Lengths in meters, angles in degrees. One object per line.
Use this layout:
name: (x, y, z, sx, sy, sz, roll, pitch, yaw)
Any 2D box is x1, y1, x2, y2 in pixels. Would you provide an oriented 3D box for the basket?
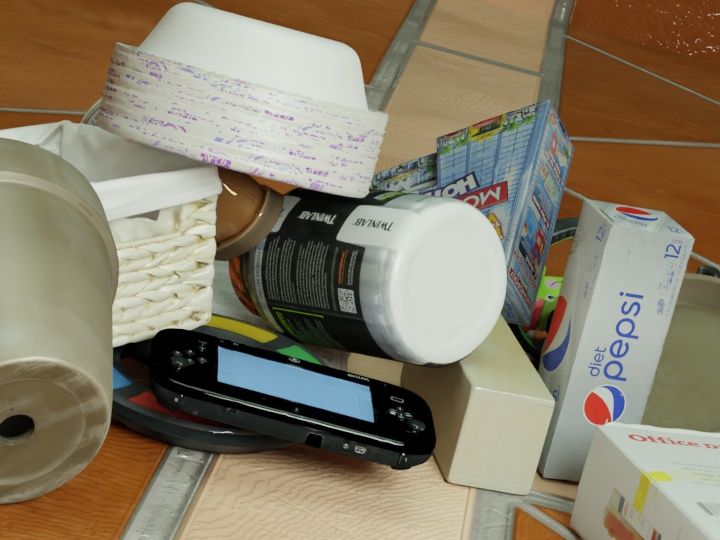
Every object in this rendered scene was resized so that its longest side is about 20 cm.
basket: (-0.206, -0.026, 1.636, 0.135, 0.124, 0.200, -12, 19, -38)

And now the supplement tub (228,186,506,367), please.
supplement tub: (0.000, 0.000, 1.677, 0.122, 0.123, 0.200, -1, 6, -42)

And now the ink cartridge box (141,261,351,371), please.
ink cartridge box: (-0.087, 0.046, 1.777, 0.161, 0.050, 0.200, 12, 36, -6)

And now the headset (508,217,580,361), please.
headset: (0.207, 0.039, 1.907, 0.200, 0.124, 0.094, 29, 9, -30)

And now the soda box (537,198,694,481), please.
soda box: (0.178, 0.053, 1.670, 0.068, 0.200, 0.063, 8, 18, -17)

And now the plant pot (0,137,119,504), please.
plant pot: (-0.231, 0.045, 1.421, 0.200, 0.200, 0.174, 5, 35, -29)

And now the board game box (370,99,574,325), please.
board game box: (0.077, -0.027, 1.862, 0.200, 0.062, 0.200, -19, 38, 17)

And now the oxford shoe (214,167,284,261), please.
oxford shoe: (-0.146, -0.028, 1.716, 0.071, 0.200, 0.071, 35, 43, -26)

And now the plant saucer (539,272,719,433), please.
plant saucer: (0.242, 0.076, 1.808, 0.200, 0.030, 0.200, -6, 40, 5)

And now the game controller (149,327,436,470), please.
game controller: (-0.046, 0.084, 1.547, 0.200, 0.042, 0.104, 16, 27, -8)

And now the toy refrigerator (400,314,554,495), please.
toy refrigerator: (0.087, 0.089, 1.698, 0.070, 0.076, 0.200, 11, 16, -12)

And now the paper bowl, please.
paper bowl: (-0.079, -0.124, 1.608, 0.200, 0.105, 0.201, 15, 6, -2)

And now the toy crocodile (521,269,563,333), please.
toy crocodile: (0.102, 0.023, 1.951, 0.200, 0.068, 0.062, 8, 36, -16)

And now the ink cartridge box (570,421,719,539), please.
ink cartridge box: (0.247, 0.182, 1.510, 0.145, 0.084, 0.200, 8, 17, -21)

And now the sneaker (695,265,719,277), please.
sneaker: (0.323, 0.060, 1.970, 0.070, 0.090, 0.200, 8, 17, -21)

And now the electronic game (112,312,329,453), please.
electronic game: (-0.110, 0.074, 1.618, 0.199, 0.042, 0.200, 12, 20, -5)

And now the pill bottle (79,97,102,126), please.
pill bottle: (-0.170, -0.075, 1.945, 0.119, 0.120, 0.200, 8, 18, -21)
